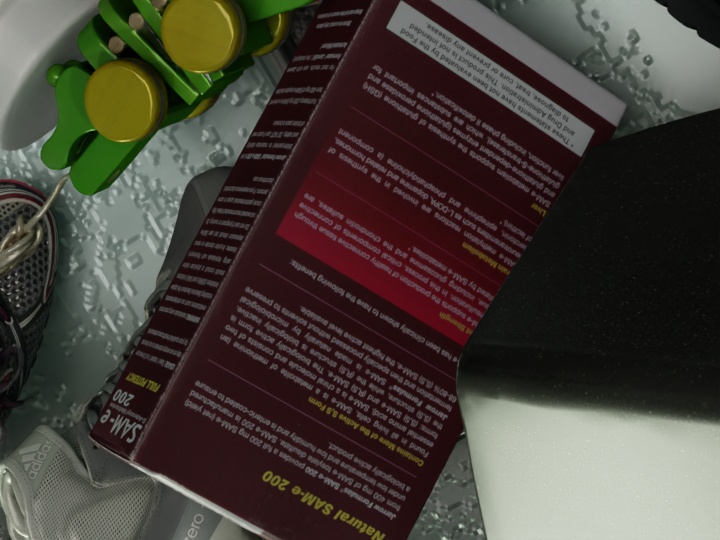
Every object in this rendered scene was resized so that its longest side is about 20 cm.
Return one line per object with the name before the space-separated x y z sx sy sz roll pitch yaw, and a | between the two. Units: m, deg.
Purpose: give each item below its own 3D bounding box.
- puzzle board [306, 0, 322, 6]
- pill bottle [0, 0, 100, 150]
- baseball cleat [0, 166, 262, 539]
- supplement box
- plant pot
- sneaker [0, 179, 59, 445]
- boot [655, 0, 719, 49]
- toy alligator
puzzle board | -0.004 -0.203 0.747 0.150 0.017 0.201 -3 101 51
pill bottle | -0.190 -0.138 0.811 0.200 0.109 0.109 40 109 8
baseball cleat | -0.083 0.049 0.787 0.106 0.070 0.201 6 67 -16
supplement box | 0.000 0.000 0.739 0.109 0.061 0.201 31 81 -21
plant pot | 0.143 0.053 0.675 0.177 0.200 0.200 8 129 27
sneaker | -0.164 0.052 0.811 0.081 0.201 0.075 35 148 -28
boot | 0.129 -0.198 0.712 0.168 0.076 0.200 -40 80 24
toy alligator | -0.089 -0.072 0.768 0.200 0.059 0.054 -38 88 25
